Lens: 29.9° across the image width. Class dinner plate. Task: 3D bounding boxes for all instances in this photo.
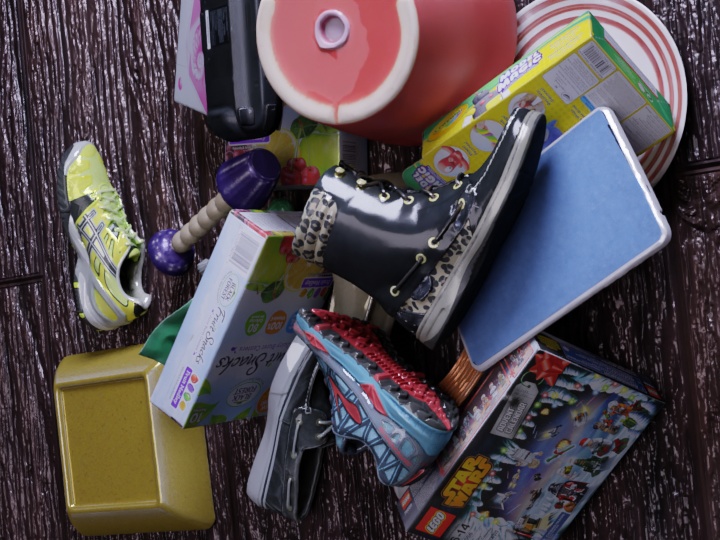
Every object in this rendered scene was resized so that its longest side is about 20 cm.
[{"bbox_3d":[0.185,-0.139,1.150,0.199,0.024,0.202,1,92,33],"label":"dinner plate"}]

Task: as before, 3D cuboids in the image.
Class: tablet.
[{"bbox_3d":[0.143,-0.023,1.061,0.200,0.014,0.131,-39,56,31],"label":"tablet"}]

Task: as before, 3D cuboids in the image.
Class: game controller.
[{"bbox_3d":[-0.107,-0.214,1.174,0.104,0.042,0.202,0,93,61],"label":"game controller"}]

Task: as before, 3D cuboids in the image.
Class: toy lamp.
[{"bbox_3d":[-0.140,-0.056,1.303,0.200,0.058,0.059,-39,69,48],"label":"toy lamp"}]

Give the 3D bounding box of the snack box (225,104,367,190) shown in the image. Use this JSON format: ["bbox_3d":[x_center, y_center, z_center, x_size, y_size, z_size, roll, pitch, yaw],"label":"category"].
[{"bbox_3d":[-0.064,-0.180,1.298,0.141,0.053,0.202,1,91,33],"label":"snack box"}]

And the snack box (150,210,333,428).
[{"bbox_3d":[-0.100,0.044,1.262,0.053,0.142,0.201,35,108,29],"label":"snack box"}]

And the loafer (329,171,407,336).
[{"bbox_3d":[0.000,0.000,1.228,0.076,0.068,0.201,15,86,61],"label":"loafer"}]

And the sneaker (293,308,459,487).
[{"bbox_3d":[-0.007,0.105,1.130,0.200,0.079,0.096,43,114,45],"label":"sneaker"}]

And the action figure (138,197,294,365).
[{"bbox_3d":[-0.124,0.013,1.324,0.200,0.118,0.055,-53,52,13],"label":"action figure"}]

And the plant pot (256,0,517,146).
[{"bbox_3d":[0.013,-0.198,1.122,0.199,0.177,0.202,4,101,24],"label":"plant pot"}]

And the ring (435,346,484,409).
[{"bbox_3d":[0.062,0.058,1.182,0.200,0.019,0.201,-38,36,34],"label":"ring"}]

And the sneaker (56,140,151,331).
[{"bbox_3d":[-0.266,-0.040,1.431,0.076,0.075,0.202,-9,96,26],"label":"sneaker"}]

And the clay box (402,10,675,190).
[{"bbox_3d":[0.140,-0.106,1.099,0.199,0.115,0.048,-33,29,28],"label":"clay box"}]

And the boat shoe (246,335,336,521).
[{"bbox_3d":[-0.049,0.146,1.291,0.071,0.072,0.201,24,114,22],"label":"boat shoe"}]

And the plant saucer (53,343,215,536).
[{"bbox_3d":[-0.254,0.181,1.433,0.199,0.048,0.202,-10,84,33],"label":"plant saucer"}]

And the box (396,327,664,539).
[{"bbox_3d":[0.139,0.152,1.118,0.201,0.136,0.040,-57,26,21],"label":"box"}]

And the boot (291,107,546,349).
[{"bbox_3d":[0.044,-0.059,1.065,0.153,0.073,0.205,30,106,15],"label":"boot"}]

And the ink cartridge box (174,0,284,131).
[{"bbox_3d":[-0.120,-0.240,1.247,0.200,0.043,0.198,-153,66,-62],"label":"ink cartridge box"}]

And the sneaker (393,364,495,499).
[{"bbox_3d":[0.102,0.141,1.174,0.088,0.081,0.201,45,114,27],"label":"sneaker"}]
